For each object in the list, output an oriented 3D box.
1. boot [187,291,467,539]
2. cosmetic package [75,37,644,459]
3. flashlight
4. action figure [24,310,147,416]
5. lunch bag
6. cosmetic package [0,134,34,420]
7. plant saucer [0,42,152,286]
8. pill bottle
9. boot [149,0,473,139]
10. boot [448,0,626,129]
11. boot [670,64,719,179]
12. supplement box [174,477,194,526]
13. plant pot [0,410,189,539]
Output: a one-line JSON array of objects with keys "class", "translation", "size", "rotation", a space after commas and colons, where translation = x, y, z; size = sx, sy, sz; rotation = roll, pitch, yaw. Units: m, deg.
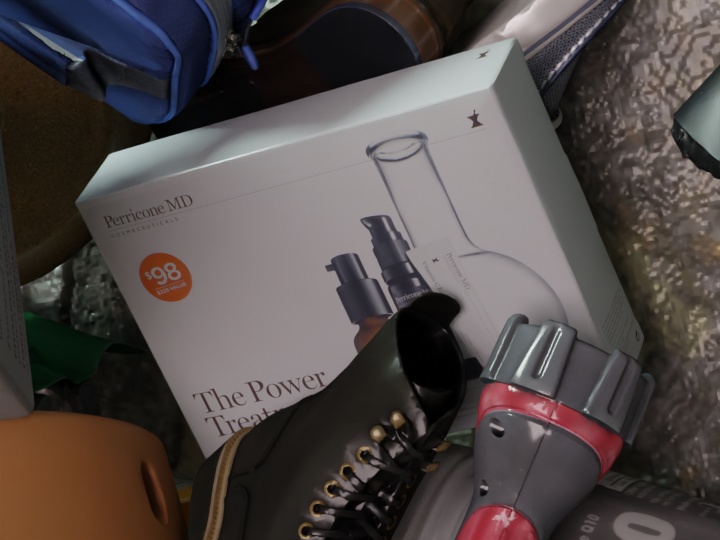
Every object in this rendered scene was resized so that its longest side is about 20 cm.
[{"class": "boot", "translation": [-0.011, 0.109, 1.090], "size": [0.138, 0.077, 0.200], "rotation": [-43, 35, 31]}, {"class": "cosmetic package", "translation": [0.000, 0.000, 1.167], "size": [0.199, 0.052, 0.151], "rotation": [-15, 113, 25]}, {"class": "flashlight", "translation": [0.050, 0.120, 1.086], "size": [0.068, 0.068, 0.200], "rotation": [10, 72, 52]}, {"class": "action figure", "translation": [-0.216, 0.033, 1.323], "size": [0.200, 0.118, 0.055], "rotation": [23, 115, 31]}, {"class": "lunch bag", "translation": [-0.119, -0.151, 1.161], "size": [0.200, 0.136, 0.132], "rotation": [34, 75, 4]}, {"class": "cosmetic package", "translation": [-0.228, -0.031, 1.048], "size": [0.167, 0.200, 0.167], "rotation": [-8, 75, 1]}, {"class": "plant saucer", "translation": [-0.186, -0.073, 1.255], "size": [0.201, 0.200, 0.035], "rotation": [-70, 24, 12]}, {"class": "pill bottle", "translation": [0.100, 0.142, 1.164], "size": [0.199, 0.114, 0.114], "rotation": [16, 100, 23]}, {"class": "boot", "translation": [-0.013, -0.099, 1.236], "size": [0.200, 0.097, 0.075], "rotation": [-15, 115, 51]}, {"class": "boot", "translation": [0.063, -0.054, 1.205], "size": [0.200, 0.073, 0.090], "rotation": [-41, 98, 18]}, {"class": "boot", "translation": [0.180, -0.118, 1.131], "size": [0.200, 0.076, 0.168], "rotation": [43, 106, 10]}, {"class": "supplement box", "translation": [-0.171, 0.152, 1.313], "size": [0.199, 0.073, 0.126], "rotation": [8, 96, 23]}, {"class": "plant pot", "translation": [-0.151, 0.143, 1.172], "size": [0.200, 0.200, 0.141], "rotation": [-12, 71, 25]}]
